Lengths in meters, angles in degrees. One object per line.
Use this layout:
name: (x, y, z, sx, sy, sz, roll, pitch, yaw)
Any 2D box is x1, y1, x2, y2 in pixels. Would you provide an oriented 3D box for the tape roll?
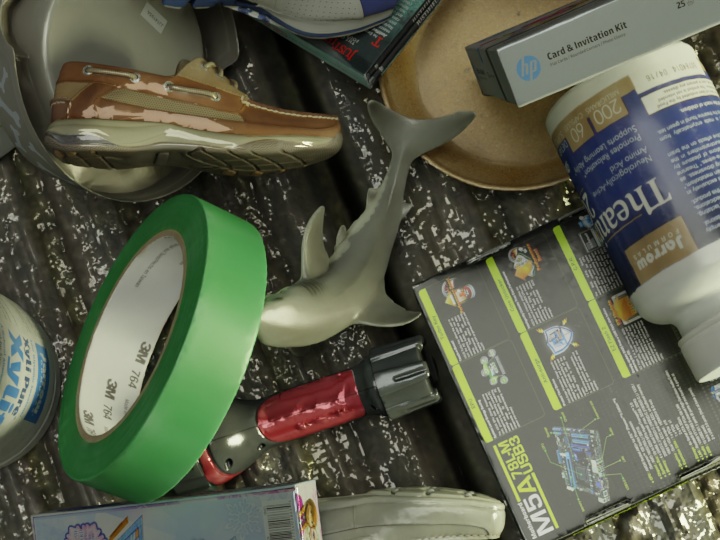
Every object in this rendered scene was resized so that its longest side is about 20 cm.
tape roll: (-0.134, 0.051, 1.084, 0.048, 0.200, 0.203, 25, 81, -25)

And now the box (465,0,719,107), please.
box: (0.153, -0.155, 1.048, 0.154, 0.200, 0.042, -22, 97, 2)

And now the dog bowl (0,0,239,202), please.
dog bowl: (-0.175, -0.148, 1.136, 0.058, 0.199, 0.203, 2, 76, 42)

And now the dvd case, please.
dvd case: (0.013, -0.242, 1.183, 0.145, 0.022, 0.201, 32, 77, 27)

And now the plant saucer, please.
plant saucer: (0.111, -0.151, 1.172, 0.197, 0.035, 0.203, -1, 78, 6)

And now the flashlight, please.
flashlight: (-0.045, 0.098, 1.122, 0.198, 0.068, 0.068, -19, 43, 8)

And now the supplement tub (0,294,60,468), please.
supplement tub: (-0.288, 0.064, 1.093, 0.130, 0.200, 0.134, -1, 79, 7)

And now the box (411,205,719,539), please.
box: (0.160, 0.063, 1.119, 0.191, 0.048, 0.202, -26, 77, 3)

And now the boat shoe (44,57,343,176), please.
boat shoe: (-0.106, -0.105, 1.073, 0.197, 0.076, 0.073, 2, 79, -18)

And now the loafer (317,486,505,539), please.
loafer: (0.002, 0.185, 1.106, 0.197, 0.070, 0.071, -7, 83, 13)

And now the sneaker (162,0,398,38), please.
sneaker: (-0.055, -0.222, 1.078, 0.197, 0.115, 0.082, 3, 64, -17)

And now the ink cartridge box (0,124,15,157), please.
ink cartridge box: (-0.310, -0.108, 1.176, 0.199, 0.104, 0.060, -36, 66, -1)

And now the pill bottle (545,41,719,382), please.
pill bottle: (0.208, -0.036, 1.055, 0.110, 0.111, 0.202, -25, 76, 1)

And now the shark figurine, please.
shark figurine: (0.011, -0.006, 1.121, 0.089, 0.129, 0.215, 23, 64, 24)

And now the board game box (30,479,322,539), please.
board game box: (-0.114, 0.250, 1.083, 0.197, 0.041, 0.203, -8, 86, 18)
